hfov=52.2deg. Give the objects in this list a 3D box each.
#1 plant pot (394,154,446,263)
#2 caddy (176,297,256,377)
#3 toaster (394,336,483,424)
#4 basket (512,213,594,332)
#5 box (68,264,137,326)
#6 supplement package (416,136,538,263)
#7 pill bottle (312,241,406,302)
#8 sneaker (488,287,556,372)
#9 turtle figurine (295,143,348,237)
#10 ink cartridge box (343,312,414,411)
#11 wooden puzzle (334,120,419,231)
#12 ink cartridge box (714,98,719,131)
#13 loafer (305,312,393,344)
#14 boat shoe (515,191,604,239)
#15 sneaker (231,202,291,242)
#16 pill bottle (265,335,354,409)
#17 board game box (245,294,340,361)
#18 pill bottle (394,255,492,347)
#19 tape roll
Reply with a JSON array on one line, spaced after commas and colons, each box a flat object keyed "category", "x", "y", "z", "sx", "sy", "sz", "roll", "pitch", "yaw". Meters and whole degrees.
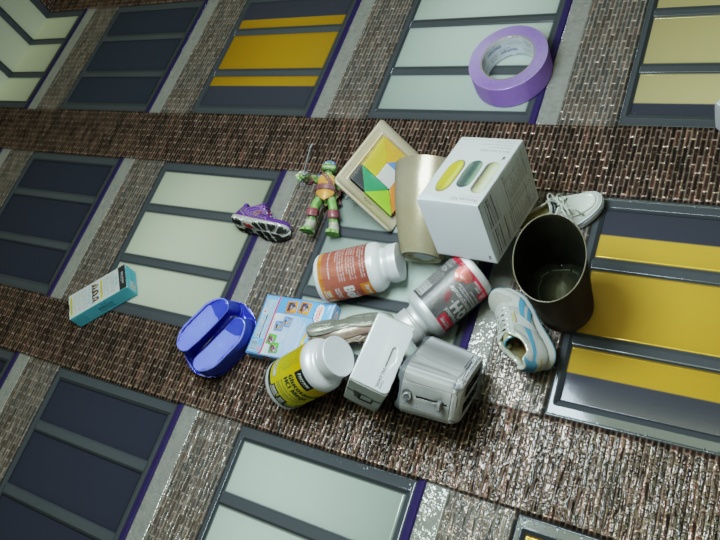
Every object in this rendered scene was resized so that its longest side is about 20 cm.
[{"category": "plant pot", "x": 0.152, "y": -0.126, "z": 1.633, "sx": 0.183, "sy": 0.187, "sz": 0.205, "roll": 3, "pitch": 76, "yaw": 29}, {"category": "caddy", "x": -0.340, "y": 0.160, "z": 1.752, "sx": 0.200, "sy": 0.105, "sz": 0.142, "roll": -44, "pitch": 75, "yaw": -3}, {"category": "toaster", "x": 0.157, "y": 0.211, "z": 1.426, "sx": 0.127, "sy": 0.116, "sz": 0.200, "roll": 17, "pitch": 25, "yaw": 21}, {"category": "basket", "x": 0.375, "y": 0.022, "z": 1.397, "sx": 0.133, "sy": 0.200, "sz": 0.184, "roll": -6, "pitch": 60, "yaw": 23}, {"category": "box", "x": -0.712, "y": 0.070, "z": 2.031, "sx": 0.197, "sy": 0.049, "sz": 0.083, "roll": -28, "pitch": 53, "yaw": 10}, {"category": "supplement package", "x": 0.242, "y": -0.147, "z": 1.494, "sx": 0.150, "sy": 0.152, "sz": 0.201, "roll": 11, "pitch": 52, "yaw": 39}, {"category": "pill bottle", "x": 0.000, "y": 0.000, "z": 1.662, "sx": 0.196, "sy": 0.112, "sz": 0.114, "roll": -12, "pitch": 56, "yaw": 21}, {"category": "sneaker", "x": 0.303, "y": 0.111, "z": 1.445, "sx": 0.079, "sy": 0.077, "sz": 0.202, "roll": -3, "pitch": 45, "yaw": -28}, {"category": "turtle figurine", "x": -0.087, "y": -0.192, "z": 1.787, "sx": 0.199, "sy": 0.141, "sz": 0.199, "roll": -15, "pitch": 65, "yaw": 60}, {"category": "ink cartridge box", "x": 0.034, "y": 0.187, "z": 1.470, "sx": 0.082, "sy": 0.201, "sz": 0.147, "roll": 24, "pitch": 70, "yaw": 4}, {"category": "wooden puzzle", "x": 0.062, "y": -0.225, "z": 1.737, "sx": 0.201, "sy": 0.184, "sz": 0.037, "roll": -52, "pitch": 11, "yaw": -13}, {"category": "ink cartridge box", "x": 0.828, "y": -0.331, "z": 1.445, "sx": 0.199, "sy": 0.086, "sz": 0.147, "roll": -37, "pitch": 52, "yaw": 1}, {"category": "loafer", "x": -0.021, "y": 0.137, "z": 1.620, "sx": 0.195, "sy": 0.064, "sz": 0.072, "roll": -8, "pitch": 16, "yaw": 1}, {"category": "boat shoe", "x": 0.410, "y": -0.126, "z": 1.540, "sx": 0.198, "sy": 0.086, "sz": 0.076, "roll": -21, "pitch": 54, "yaw": 15}, {"category": "sneaker", "x": -0.252, "y": -0.137, "z": 1.899, "sx": 0.197, "sy": 0.081, "sz": 0.084, "roll": 19, "pitch": 66, "yaw": 35}, {"category": "pill bottle", "x": -0.105, "y": 0.211, "z": 1.545, "sx": 0.199, "sy": 0.111, "sz": 0.115, "roll": -32, "pitch": 46, "yaw": 42}, {"category": "board game box", "x": -0.157, "y": 0.141, "z": 1.708, "sx": 0.196, "sy": 0.037, "sz": 0.154, "roll": 6, "pitch": 65, "yaw": 31}, {"category": "pill bottle", "x": 0.169, "y": 0.064, "z": 1.536, "sx": 0.199, "sy": 0.111, "sz": 0.111, "roll": -40, "pitch": 51, "yaw": 0}, {"category": "tape roll", "x": 0.367, "y": -0.501, "z": 1.800, "sx": 0.196, "sy": 0.066, "sz": 0.204, "roll": -13, "pitch": 58, "yaw": 21}]
